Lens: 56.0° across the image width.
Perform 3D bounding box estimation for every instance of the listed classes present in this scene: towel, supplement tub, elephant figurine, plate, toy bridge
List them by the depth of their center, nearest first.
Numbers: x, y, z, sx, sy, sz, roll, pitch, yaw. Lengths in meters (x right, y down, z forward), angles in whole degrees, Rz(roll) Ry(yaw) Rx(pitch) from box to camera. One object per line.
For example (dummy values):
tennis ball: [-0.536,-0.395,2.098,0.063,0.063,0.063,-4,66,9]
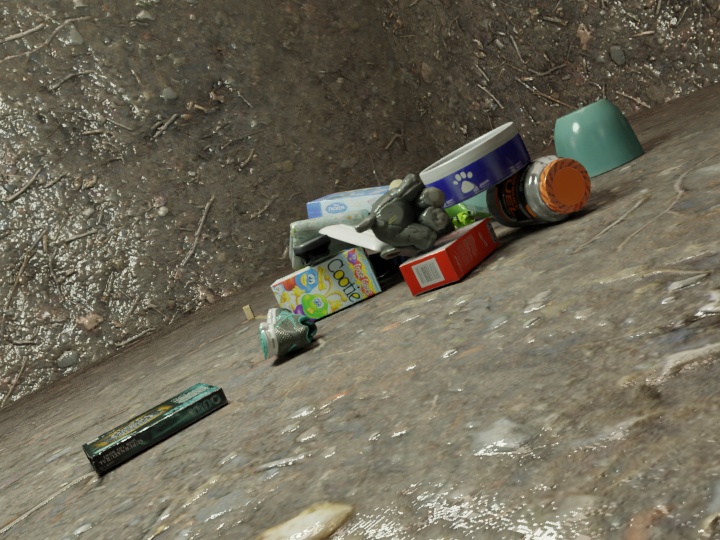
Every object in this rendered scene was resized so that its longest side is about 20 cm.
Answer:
elephant figurine: [0.083,-0.080,1.228,0.142,0.155,0.200,-61,-2,-9]
supplement tub: [0.334,-0.148,1.277,0.122,0.123,0.200,-26,6,-17]
plate: [0.047,-0.062,1.382,0.200,0.032,0.199,6,9,-40]
towel: [-0.072,-0.066,1.506,0.171,0.048,0.200,-15,-21,-13]
toy bridge: [-0.169,0.075,1.578,0.200,0.067,0.027,-24,6,-8]

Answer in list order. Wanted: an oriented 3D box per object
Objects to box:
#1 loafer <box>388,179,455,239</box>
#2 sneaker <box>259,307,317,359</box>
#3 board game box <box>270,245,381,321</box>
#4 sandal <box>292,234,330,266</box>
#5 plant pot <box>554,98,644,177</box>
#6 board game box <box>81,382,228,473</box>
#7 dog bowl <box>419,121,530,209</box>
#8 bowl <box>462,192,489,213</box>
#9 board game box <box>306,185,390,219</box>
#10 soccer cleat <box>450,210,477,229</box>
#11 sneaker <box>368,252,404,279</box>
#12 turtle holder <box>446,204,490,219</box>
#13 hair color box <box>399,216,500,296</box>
loafer: [0.123,-0.122,1.346,0.076,0.068,0.200,-27,-37,25]
sneaker: [-0.120,0.108,1.195,0.091,0.078,0.200,-9,10,0]
board game box: [-0.068,0.031,1.397,0.200,0.103,0.105,-24,5,4]
sandal: [-0.091,-0.034,1.385,0.076,0.043,0.200,-24,-6,-2]
plant pot: [0.578,-0.329,1.687,0.200,0.161,0.201,-24,7,3]
board game box: [-0.307,0.229,1.006,0.200,0.028,0.135,-27,7,-26]
dog bowl: [0.217,-0.198,1.283,0.200,0.079,0.200,-29,8,4]
bowl: [0.317,-0.195,1.632,0.200,0.105,0.201,4,12,-1]
board game box: [0.000,-0.163,1.583,0.198,0.044,0.200,-4,12,16]
soccer cleat: [0.211,-0.090,1.578,0.081,0.068,0.200,-35,-4,29]
sneaker: [0.000,0.000,1.552,0.200,0.070,0.078,-20,0,23]
turtle holder: [0.252,-0.179,1.780,0.131,0.141,0.185,-9,-11,-37]
hair color box: [0.163,-0.028,1.205,0.101,0.061,0.200,-22,7,37]
